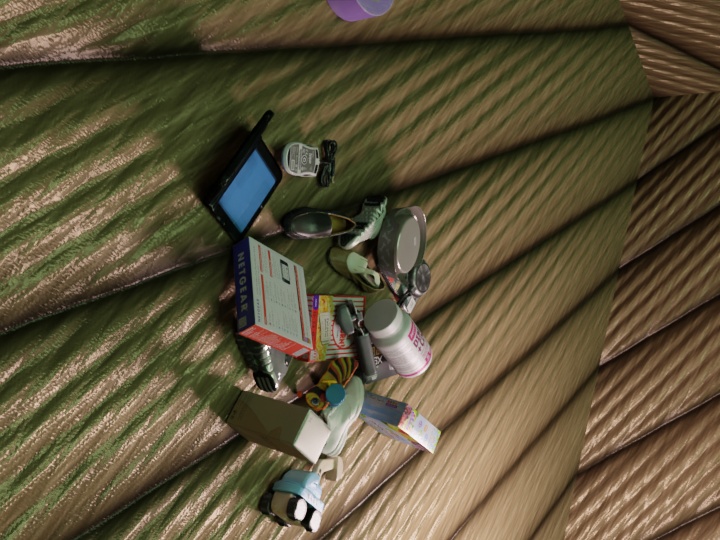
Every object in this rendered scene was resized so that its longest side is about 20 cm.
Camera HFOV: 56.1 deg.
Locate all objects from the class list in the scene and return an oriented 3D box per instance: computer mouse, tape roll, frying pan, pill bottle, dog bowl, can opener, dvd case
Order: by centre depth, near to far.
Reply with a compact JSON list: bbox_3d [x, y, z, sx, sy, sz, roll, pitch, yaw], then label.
[{"bbox_3d":[-0.121,-0.248,1.513,0.199,0.043,0.112,-2,100,-57],"label":"computer mouse"},{"bbox_3d":[-0.004,-0.697,1.582,0.198,0.084,0.205,-9,101,-52],"label":"tape roll"},{"bbox_3d":[-0.013,0.165,1.622,0.066,0.053,0.204,-19,113,-15],"label":"can opener"},{"bbox_3d":[0.093,0.169,1.686,0.201,0.112,0.115,53,54,-40],"label":"pill bottle"},{"bbox_3d":[0.107,-0.069,1.746,0.199,0.058,0.205,-33,128,-55],"label":"dog bowl"},{"bbox_3d":[0.143,0.031,1.855,0.189,0.030,0.118,-28,115,-50],"label":"frying pan"},{"bbox_3d":[0.121,0.004,1.861,0.147,0.022,0.201,-59,134,-30],"label":"dvd case"}]

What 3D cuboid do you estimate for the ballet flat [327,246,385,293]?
[{"bbox_3d":[0.000,0.000,1.664,0.200,0.071,0.069,44,58,-44],"label":"ballet flat"}]

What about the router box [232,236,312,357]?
[{"bbox_3d":[-0.180,0.056,1.389,0.179,0.048,0.204,32,40,-48],"label":"router box"}]

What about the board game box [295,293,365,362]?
[{"bbox_3d":[-0.069,0.133,1.611,0.198,0.046,0.155,3,92,-52],"label":"board game box"}]

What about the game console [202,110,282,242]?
[{"bbox_3d":[-0.212,-0.185,1.348,0.116,0.175,0.202,36,62,-15],"label":"game console"}]

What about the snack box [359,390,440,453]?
[{"bbox_3d":[0.089,0.388,1.741,0.200,0.166,0.069,47,62,-44],"label":"snack box"}]

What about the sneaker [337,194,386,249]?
[{"bbox_3d":[0.013,-0.105,1.673,0.200,0.074,0.082,-48,138,-40],"label":"sneaker"}]

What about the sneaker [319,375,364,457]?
[{"bbox_3d":[-0.058,0.342,1.634,0.088,0.074,0.203,34,68,-35],"label":"sneaker"}]

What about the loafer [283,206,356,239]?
[{"bbox_3d":[-0.091,-0.108,1.537,0.198,0.071,0.075,-14,105,-50],"label":"loafer"}]

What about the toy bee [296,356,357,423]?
[{"bbox_3d":[-0.086,0.279,1.553,0.132,0.107,0.202,114,0,-51],"label":"toy bee"}]

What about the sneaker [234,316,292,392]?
[{"bbox_3d":[-0.198,0.148,1.441,0.116,0.074,0.204,-47,134,-49],"label":"sneaker"}]

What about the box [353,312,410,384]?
[{"bbox_3d":[0.056,0.199,1.772,0.198,0.049,0.162,-5,97,-51],"label":"box"}]

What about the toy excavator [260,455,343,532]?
[{"bbox_3d":[-0.117,0.495,1.559,0.195,0.098,0.203,53,45,-41],"label":"toy excavator"}]

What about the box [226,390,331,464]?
[{"bbox_3d":[-0.168,0.317,1.380,0.095,0.197,0.079,53,55,-40],"label":"box"}]
